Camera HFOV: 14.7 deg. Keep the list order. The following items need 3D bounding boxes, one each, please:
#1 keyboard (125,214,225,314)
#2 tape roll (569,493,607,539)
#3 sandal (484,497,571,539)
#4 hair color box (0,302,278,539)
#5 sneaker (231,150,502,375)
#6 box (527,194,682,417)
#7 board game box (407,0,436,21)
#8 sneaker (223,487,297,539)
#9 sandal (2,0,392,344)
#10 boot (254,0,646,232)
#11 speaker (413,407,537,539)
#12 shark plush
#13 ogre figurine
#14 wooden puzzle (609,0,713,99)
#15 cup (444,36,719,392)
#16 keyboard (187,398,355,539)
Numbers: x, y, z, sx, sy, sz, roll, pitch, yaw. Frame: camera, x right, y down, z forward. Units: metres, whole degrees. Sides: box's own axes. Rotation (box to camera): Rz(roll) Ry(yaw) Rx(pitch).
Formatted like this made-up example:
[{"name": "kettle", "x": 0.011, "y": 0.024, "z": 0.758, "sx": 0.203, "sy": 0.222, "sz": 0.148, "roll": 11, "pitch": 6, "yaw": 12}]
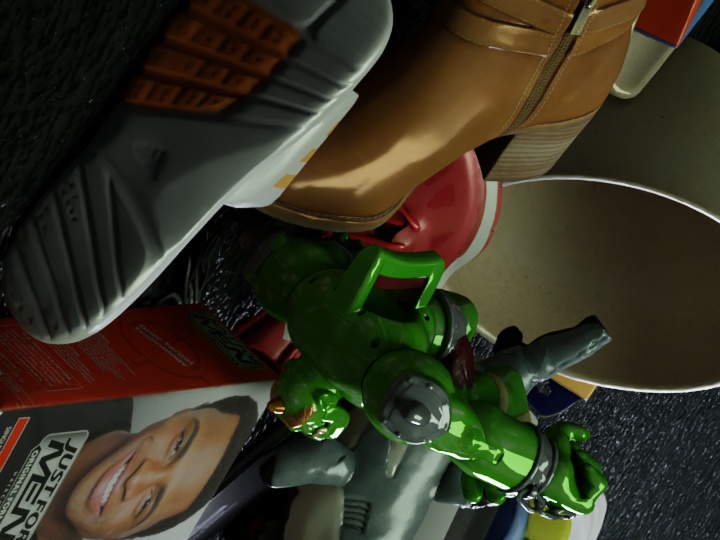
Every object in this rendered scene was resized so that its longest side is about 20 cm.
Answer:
[{"name": "keyboard", "x": -0.107, "y": 0.028, "z": 1.291, "sx": 0.127, "sy": 0.021, "sz": 0.200, "roll": -37, "pitch": 155, "yaw": -37}, {"name": "tape roll", "x": 0.060, "y": 0.192, "z": 1.699, "sx": 0.202, "sy": 0.071, "sz": 0.203, "roll": -44, "pitch": 159, "yaw": -21}, {"name": "sandal", "x": 0.032, "y": 0.191, "z": 1.549, "sx": 0.201, "sy": 0.087, "sz": 0.079, "roll": -61, "pitch": -161, "yaw": 7}, {"name": "hair color box", "x": -0.131, "y": 0.074, "z": 1.222, "sx": 0.200, "sy": 0.061, "sz": 0.102, "roll": -5, "pitch": 131, "yaw": -57}, {"name": "sneaker", "x": 0.000, "y": 0.000, "z": 1.396, "sx": 0.115, "sy": 0.078, "sz": 0.201, "roll": -37, "pitch": 153, "yaw": -40}, {"name": "box", "x": 0.148, "y": -0.009, "z": 1.666, "sx": 0.200, "sy": 0.041, "sz": 0.119, "roll": -54, "pitch": -161, "yaw": 4}, {"name": "board game box", "x": 0.085, "y": -0.164, "z": 1.376, "sx": 0.136, "sy": 0.034, "sz": 0.200, "roll": -54, "pitch": 160, "yaw": 0}, {"name": "sneaker", "x": -0.062, "y": 0.200, "z": 1.524, "sx": 0.098, "sy": 0.071, "sz": 0.201, "roll": 25, "pitch": 116, "yaw": -28}, {"name": "sandal", "x": -0.069, "y": -0.051, "z": 1.177, "sx": 0.207, "sy": 0.079, "sz": 0.059, "roll": -45, "pitch": 161, "yaw": 3}, {"name": "boot", "x": 0.040, "y": -0.095, "z": 1.254, "sx": 0.199, "sy": 0.077, "sz": 0.156, "roll": -5, "pitch": 144, "yaw": -28}, {"name": "speaker", "x": 0.016, "y": 0.150, "z": 1.448, "sx": 0.201, "sy": 0.081, "sz": 0.081, "roll": -64, "pitch": 162, "yaw": -13}, {"name": "shark plush", "x": 0.040, "y": 0.092, "z": 1.395, "sx": 0.200, "sy": 0.083, "sz": 0.091, "roll": -35, "pitch": 167, "yaw": -8}, {"name": "ogre figurine", "x": 0.016, "y": 0.035, "z": 1.267, "sx": 0.098, "sy": 0.201, "sz": 0.120, "roll": -38, "pitch": 146, "yaw": 23}, {"name": "wooden puzzle", "x": 0.188, "y": -0.208, "z": 1.435, "sx": 0.185, "sy": 0.046, "sz": 0.201, "roll": -49, "pitch": 153, "yaw": -43}, {"name": "cup", "x": 0.150, "y": -0.046, "z": 1.526, "sx": 0.201, "sy": 0.199, "sz": 0.144, "roll": 92, "pitch": 13, "yaw": -57}, {"name": "keyboard", "x": -0.085, "y": 0.115, "z": 1.424, "sx": 0.200, "sy": 0.040, "sz": 0.104, "roll": -40, "pitch": 167, "yaw": 21}]
